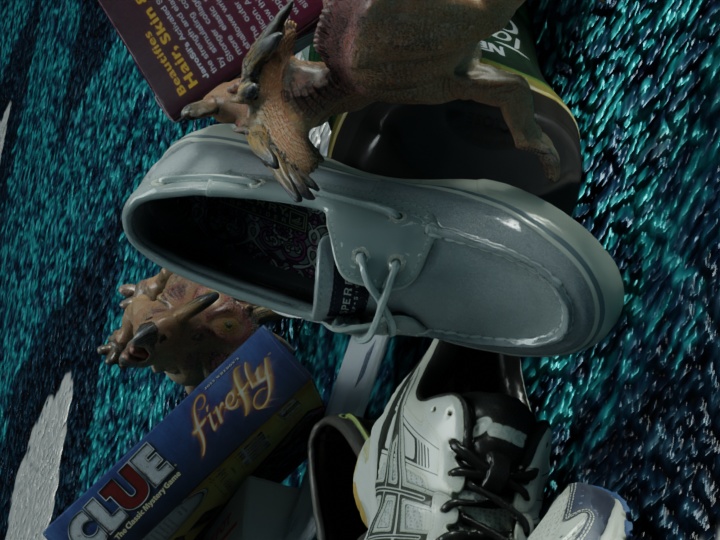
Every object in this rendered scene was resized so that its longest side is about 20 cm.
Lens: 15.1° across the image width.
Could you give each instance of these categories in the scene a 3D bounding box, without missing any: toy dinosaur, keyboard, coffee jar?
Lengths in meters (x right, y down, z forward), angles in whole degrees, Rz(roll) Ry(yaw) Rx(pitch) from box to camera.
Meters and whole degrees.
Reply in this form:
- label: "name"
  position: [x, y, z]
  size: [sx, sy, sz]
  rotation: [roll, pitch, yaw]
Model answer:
- label: "toy dinosaur"
  position: [-0.079, 0.013, 1.528]
  size: [0.136, 0.086, 0.200]
  rotation: [-51, 15, 43]
- label: "keyboard"
  position: [0.001, 0.049, 1.275]
  size: [0.056, 0.011, 0.200]
  rotation: [-48, 18, 49]
- label: "coffee jar"
  position: [0.032, -0.074, 1.170]
  size: [0.200, 0.104, 0.086]
  rotation: [-102, 28, -59]
- label: "toy dinosaur"
  position: [0.009, -0.091, 0.992]
  size: [0.200, 0.135, 0.086]
  rotation: [105, 154, -56]

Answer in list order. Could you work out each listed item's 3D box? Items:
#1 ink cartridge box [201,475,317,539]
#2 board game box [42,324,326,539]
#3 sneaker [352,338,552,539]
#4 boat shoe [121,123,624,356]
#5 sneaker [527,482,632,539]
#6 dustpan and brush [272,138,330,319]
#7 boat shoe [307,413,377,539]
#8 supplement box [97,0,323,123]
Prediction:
- label: "ink cartridge box"
  position: [-0.047, 0.179, 1.276]
  size: [0.115, 0.068, 0.201]
  rotation: [125, 156, -49]
- label: "board game box"
  position: [-0.076, 0.098, 1.283]
  size: [0.135, 0.035, 0.200]
  rotation: [-43, -9, -6]
- label: "sneaker"
  position: [0.037, 0.092, 1.041]
  size: [0.200, 0.075, 0.088]
  rotation: [-100, 29, -56]
- label: "boat shoe"
  position: [0.000, -0.001, 1.049]
  size: [0.072, 0.200, 0.070]
  rotation: [-44, -36, -51]
- label: "sneaker"
  position: [0.022, 0.137, 0.922]
  size: [0.200, 0.085, 0.077]
  rotation: [-51, -9, -33]
- label: "dustpan and brush"
  position: [0.020, -0.033, 1.275]
  size: [0.140, 0.057, 0.200]
  rotation: [-60, 12, -7]
- label: "boat shoe"
  position: [0.011, 0.132, 1.122]
  size: [0.201, 0.060, 0.072]
  rotation: [-97, 26, -56]
- label: "supplement box"
  position: [-0.018, -0.162, 1.092]
  size: [0.200, 0.111, 0.086]
  rotation: [-32, 1, 33]
